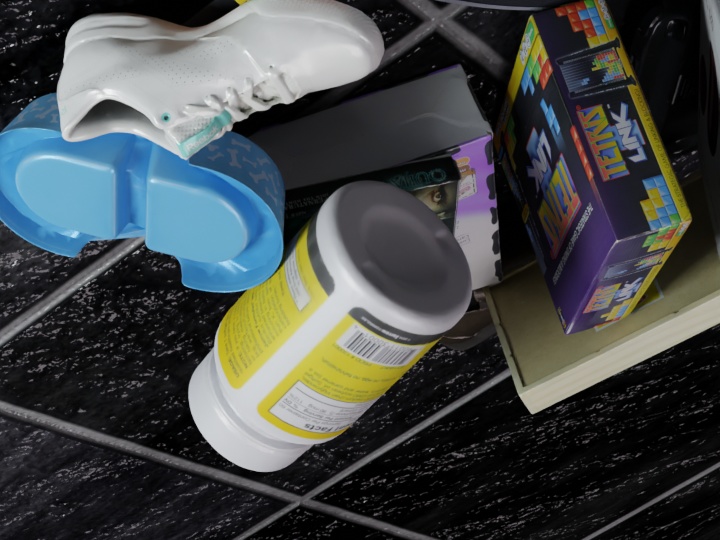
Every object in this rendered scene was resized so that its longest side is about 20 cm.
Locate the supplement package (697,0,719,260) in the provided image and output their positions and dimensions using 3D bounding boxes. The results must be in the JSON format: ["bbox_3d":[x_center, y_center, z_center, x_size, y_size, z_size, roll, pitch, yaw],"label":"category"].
[{"bbox_3d":[0.312,-0.089,1.104,0.146,0.192,0.201,-7,140,5],"label":"supplement package"}]

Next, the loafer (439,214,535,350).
[{"bbox_3d":[0.117,0.002,1.342,0.071,0.073,0.200,11,137,-44],"label":"loafer"}]

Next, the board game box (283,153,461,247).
[{"bbox_3d":[0.000,0.000,1.174,0.134,0.028,0.200,-13,147,-9],"label":"board game box"}]

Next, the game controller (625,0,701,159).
[{"bbox_3d":[0.238,-0.145,1.231,0.104,0.042,0.200,-27,153,-18],"label":"game controller"}]

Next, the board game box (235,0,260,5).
[{"bbox_3d":[-0.009,-0.208,0.933,0.199,0.030,0.095,-23,134,29],"label":"board game box"}]

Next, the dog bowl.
[{"bbox_3d":[-0.140,-0.053,1.045,0.199,0.050,0.112,13,138,3],"label":"dog bowl"}]

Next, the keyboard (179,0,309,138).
[{"bbox_3d":[-0.095,-0.115,1.079,0.199,0.021,0.127,-33,144,21],"label":"keyboard"}]

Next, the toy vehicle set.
[{"bbox_3d":[0.196,0.014,1.240,0.199,0.125,0.027,-28,132,13],"label":"toy vehicle set"}]

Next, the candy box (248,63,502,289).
[{"bbox_3d":[0.013,-0.042,1.215,0.167,0.072,0.200,-19,149,-4],"label":"candy box"}]

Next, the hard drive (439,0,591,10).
[{"bbox_3d":[0.091,-0.217,1.012,0.199,0.043,0.135,1,143,-32],"label":"hard drive"}]

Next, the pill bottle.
[{"bbox_3d":[-0.026,0.043,1.089,0.114,0.115,0.200,7,141,-38],"label":"pill bottle"}]

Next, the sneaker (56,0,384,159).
[{"bbox_3d":[-0.084,-0.106,0.976,0.199,0.089,0.075,-4,146,14],"label":"sneaker"}]

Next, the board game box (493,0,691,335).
[{"bbox_3d":[0.152,-0.066,1.131,0.056,0.166,0.200,-15,162,-8],"label":"board game box"}]
